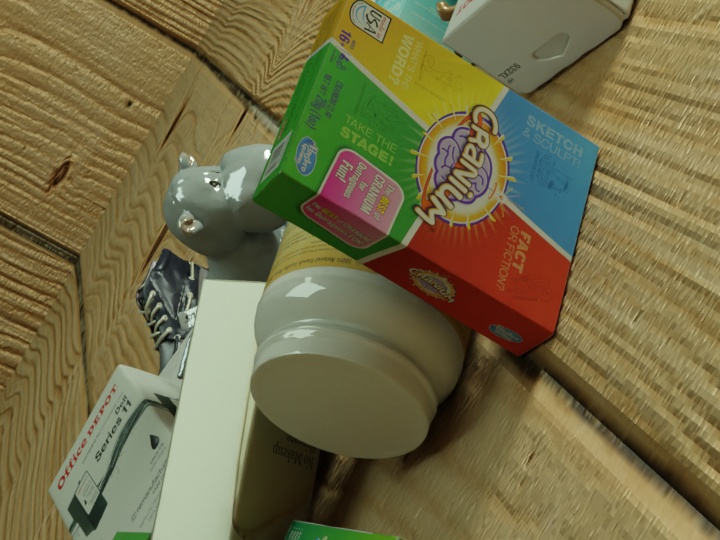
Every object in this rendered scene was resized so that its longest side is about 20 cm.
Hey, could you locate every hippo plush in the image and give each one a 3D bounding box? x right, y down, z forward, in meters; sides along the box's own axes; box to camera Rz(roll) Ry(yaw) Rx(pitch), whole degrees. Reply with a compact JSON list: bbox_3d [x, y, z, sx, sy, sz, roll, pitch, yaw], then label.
[{"bbox_3d":[-0.105,-0.042,1.346,0.198,0.161,0.160,-22,36,11],"label":"hippo plush"}]

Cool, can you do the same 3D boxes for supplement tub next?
[{"bbox_3d":[0.010,0.011,1.048,0.144,0.144,0.201,-40,26,51],"label":"supplement tub"}]

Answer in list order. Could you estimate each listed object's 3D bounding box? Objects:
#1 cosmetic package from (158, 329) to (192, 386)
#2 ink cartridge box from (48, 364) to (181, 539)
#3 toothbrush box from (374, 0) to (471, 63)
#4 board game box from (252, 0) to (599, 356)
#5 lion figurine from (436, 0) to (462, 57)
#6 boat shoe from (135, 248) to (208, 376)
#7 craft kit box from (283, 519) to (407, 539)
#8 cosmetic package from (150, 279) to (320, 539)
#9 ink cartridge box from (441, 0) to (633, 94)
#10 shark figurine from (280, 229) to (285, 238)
[{"bbox_3d":[-0.136,0.095,1.490,0.200,0.074,0.102,-51,19,26],"label":"cosmetic package"},{"bbox_3d":[-0.185,0.194,1.352,0.147,0.083,0.200,-60,33,7],"label":"ink cartridge box"},{"bbox_3d":[0.032,-0.175,1.402,0.146,0.085,0.201,-20,45,66],"label":"toothbrush box"},{"bbox_3d":[0.046,-0.061,0.958,0.040,0.199,0.154,-37,29,53],"label":"board game box"},{"bbox_3d":[0.127,-0.262,1.290,0.121,0.073,0.202,-11,56,15],"label":"lion figurine"},{"bbox_3d":[-0.223,0.066,1.761,0.075,0.092,0.201,-46,22,42],"label":"boat shoe"},{"bbox_3d":[-0.036,0.259,0.959,0.197,0.048,0.201,-12,51,66],"label":"craft kit box"},{"bbox_3d":[-0.080,0.116,1.115,0.073,0.103,0.202,2,77,29],"label":"cosmetic package"},{"bbox_3d":[0.154,-0.256,1.163,0.145,0.083,0.201,-33,32,58],"label":"ink cartridge box"},{"bbox_3d":[-0.081,0.085,1.268,0.129,0.089,0.215,-88,20,-51],"label":"shark figurine"}]
